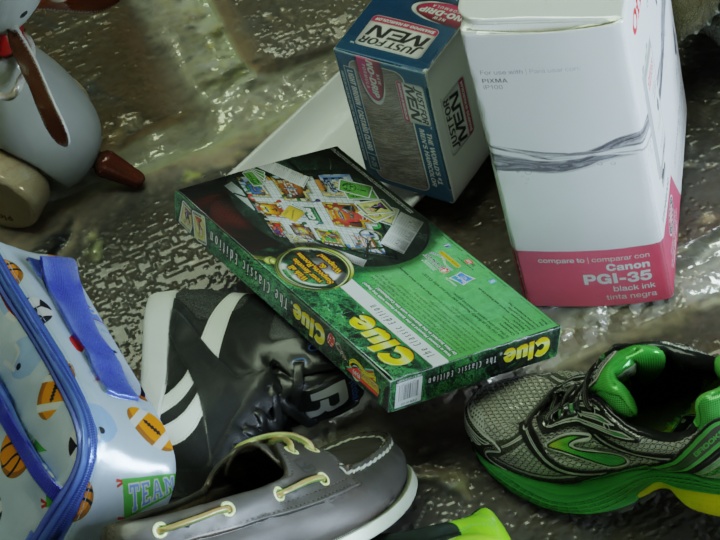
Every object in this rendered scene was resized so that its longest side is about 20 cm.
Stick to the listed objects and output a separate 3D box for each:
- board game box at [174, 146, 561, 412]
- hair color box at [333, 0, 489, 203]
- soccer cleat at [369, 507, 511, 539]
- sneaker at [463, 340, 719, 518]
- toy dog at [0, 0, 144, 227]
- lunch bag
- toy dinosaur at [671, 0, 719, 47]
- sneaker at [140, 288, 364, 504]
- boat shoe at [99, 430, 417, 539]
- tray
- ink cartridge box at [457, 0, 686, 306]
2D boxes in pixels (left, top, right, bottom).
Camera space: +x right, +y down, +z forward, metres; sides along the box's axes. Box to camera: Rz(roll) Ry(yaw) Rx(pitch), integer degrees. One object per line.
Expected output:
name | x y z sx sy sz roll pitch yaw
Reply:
board game box | 0.000 0.000 1.265 0.105 0.023 0.200 -14 37 -31
hair color box | 0.068 -0.144 1.357 0.060 0.100 0.200 17 54 28
soccer cleat | -0.020 0.163 1.157 0.200 0.068 0.081 -16 22 5
sneaker | 0.124 0.063 1.166 0.200 0.085 0.078 -4 46 46
toy dog | -0.166 -0.097 1.367 0.096 0.200 0.132 15 77 6
lunch bag | -0.171 0.080 1.202 0.160 0.076 0.200 -59 43 21
toy dinosaur | 0.221 -0.148 1.380 0.200 0.077 0.102 18 48 -11
sneaker | -0.052 0.079 1.230 0.112 0.073 0.200 -8 46 6
boat shoe | -0.043 0.108 1.142 0.072 0.061 0.201 -10 11 37
tray | 0.014 -0.072 1.390 0.107 0.022 0.200 27 59 35
ink cartridge box | 0.112 -0.101 1.264 0.083 0.200 0.147 -1 48 14
